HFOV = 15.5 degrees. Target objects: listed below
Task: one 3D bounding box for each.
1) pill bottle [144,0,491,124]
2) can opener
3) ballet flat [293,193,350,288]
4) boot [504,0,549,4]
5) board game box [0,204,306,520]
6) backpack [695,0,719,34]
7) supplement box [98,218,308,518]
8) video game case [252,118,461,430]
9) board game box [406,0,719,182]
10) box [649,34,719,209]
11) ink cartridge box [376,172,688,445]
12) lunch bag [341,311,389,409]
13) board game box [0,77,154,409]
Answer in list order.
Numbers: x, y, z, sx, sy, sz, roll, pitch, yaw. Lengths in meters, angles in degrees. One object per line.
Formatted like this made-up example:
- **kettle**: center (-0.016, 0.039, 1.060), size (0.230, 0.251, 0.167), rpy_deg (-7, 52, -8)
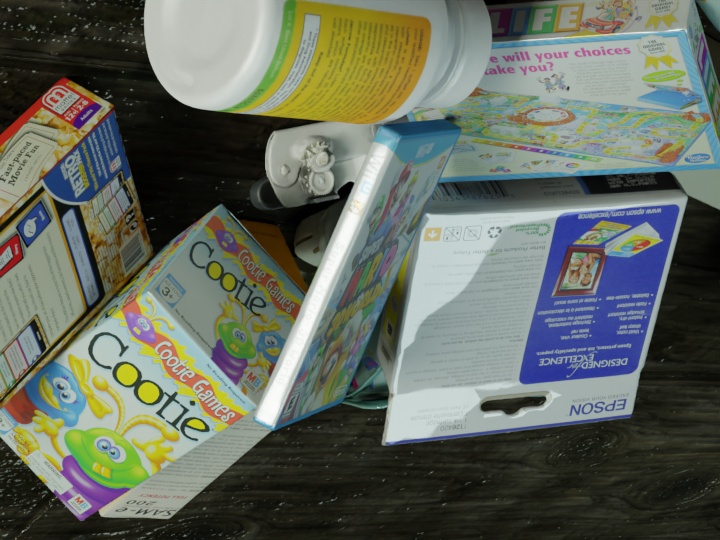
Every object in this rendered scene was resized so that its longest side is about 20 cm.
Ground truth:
- **pill bottle**: center (-0.019, -0.144, 1.568), size (0.200, 0.111, 0.111), rpy_deg (3, 143, -44)
- **can opener**: center (0.020, -0.084, 1.800), size (0.200, 0.053, 0.066), rpy_deg (-13, -174, -22)
- **ballet flat**: center (-0.030, -0.002, 1.883), size (0.062, 0.067, 0.200), rpy_deg (21, 137, -10)
- **boot**: center (0.199, -0.175, 1.749), size (0.200, 0.075, 0.074), rpy_deg (-23, 152, -8)
- **board game box**: center (-0.137, 0.062, 1.716), size (0.200, 0.105, 0.103), rpy_deg (-35, -168, 42)
- **backpack**: center (0.266, -0.236, 1.604), size (0.176, 0.153, 0.200), rpy_deg (-35, 139, -2)
- **supplement box**: center (-0.121, 0.070, 1.860), size (0.200, 0.126, 0.074), rpy_deg (-42, 151, 29)
- **video game case**: center (0.000, 0.000, 1.663), size (0.200, 0.018, 0.143), rpy_deg (-67, 166, 11)
- **board game box**: center (0.127, -0.115, 1.694), size (0.200, 0.034, 0.134), rpy_deg (-2, 142, 20)
- **box**: center (0.260, -0.104, 1.916), size (0.078, 0.095, 0.200), rpy_deg (-37, 153, 22)
- **ink cartridge box**: center (0.113, 0.024, 1.840), size (0.197, 0.047, 0.200), rpy_deg (-5, 130, -20)
- **lunch bag**: center (0.066, 0.037, 1.967), size (0.170, 0.122, 0.200), rpy_deg (-3, 147, -26)
- **board game box**: center (-0.217, 0.002, 1.609), size (0.200, 0.046, 0.152), rpy_deg (-47, 151, -25)
